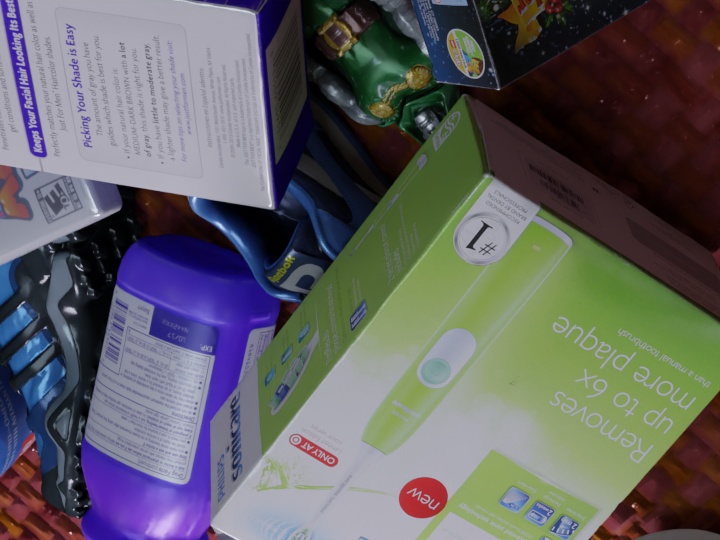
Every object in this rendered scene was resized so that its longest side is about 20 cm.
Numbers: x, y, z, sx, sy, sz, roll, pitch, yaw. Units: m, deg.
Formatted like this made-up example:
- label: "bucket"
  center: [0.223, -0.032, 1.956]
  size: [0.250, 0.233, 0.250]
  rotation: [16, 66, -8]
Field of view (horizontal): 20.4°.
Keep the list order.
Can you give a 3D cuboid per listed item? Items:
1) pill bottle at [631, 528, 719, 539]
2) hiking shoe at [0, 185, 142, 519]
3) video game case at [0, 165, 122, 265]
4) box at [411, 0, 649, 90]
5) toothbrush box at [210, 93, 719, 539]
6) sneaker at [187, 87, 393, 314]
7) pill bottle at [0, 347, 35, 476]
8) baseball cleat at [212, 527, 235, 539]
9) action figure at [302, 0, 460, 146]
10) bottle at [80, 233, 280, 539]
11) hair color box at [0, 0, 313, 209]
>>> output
- label: "pill bottle"
  center: [0.166, 0.229, 0.958]
  size: [0.112, 0.113, 0.201]
  rotation: [-3, 118, 29]
- label: "hiking shoe"
  center: [-0.159, 0.032, 1.044]
  size: [0.086, 0.074, 0.201]
  rotation: [15, 115, 28]
- label: "video game case"
  center: [-0.219, -0.094, 0.985]
  size: [0.181, 0.024, 0.201]
  rotation: [-21, 91, 35]
- label: "box"
  center: [0.090, -0.168, 0.700]
  size: [0.038, 0.200, 0.137]
  rotation: [14, 130, 54]
- label: "toothbrush box"
  center: [0.047, 0.051, 0.865]
  size: [0.145, 0.086, 0.200]
  rotation: [32, 112, -19]
- label: "sneaker"
  center: [0.000, 0.000, 0.925]
  size: [0.200, 0.082, 0.074]
  rotation: [39, 127, 0]
- label: "pill bottle"
  center: [-0.258, 0.101, 1.048]
  size: [0.112, 0.200, 0.113]
  rotation: [13, 125, 20]
- label: "baseball cleat"
  center: [-0.003, 0.118, 1.008]
  size: [0.199, 0.070, 0.107]
  rotation: [-19, 109, 34]
- label: "action figure"
  center: [-0.022, -0.126, 0.880]
  size: [0.200, 0.055, 0.118]
  rotation: [44, 126, -8]
- label: "bottle"
  center: [-0.097, 0.087, 0.999]
  size: [0.083, 0.065, 0.201]
  rotation: [21, 105, 32]
- label: "hair color box"
  center: [-0.124, -0.099, 0.861]
  size: [0.199, 0.065, 0.110]
  rotation: [9, 135, 12]
